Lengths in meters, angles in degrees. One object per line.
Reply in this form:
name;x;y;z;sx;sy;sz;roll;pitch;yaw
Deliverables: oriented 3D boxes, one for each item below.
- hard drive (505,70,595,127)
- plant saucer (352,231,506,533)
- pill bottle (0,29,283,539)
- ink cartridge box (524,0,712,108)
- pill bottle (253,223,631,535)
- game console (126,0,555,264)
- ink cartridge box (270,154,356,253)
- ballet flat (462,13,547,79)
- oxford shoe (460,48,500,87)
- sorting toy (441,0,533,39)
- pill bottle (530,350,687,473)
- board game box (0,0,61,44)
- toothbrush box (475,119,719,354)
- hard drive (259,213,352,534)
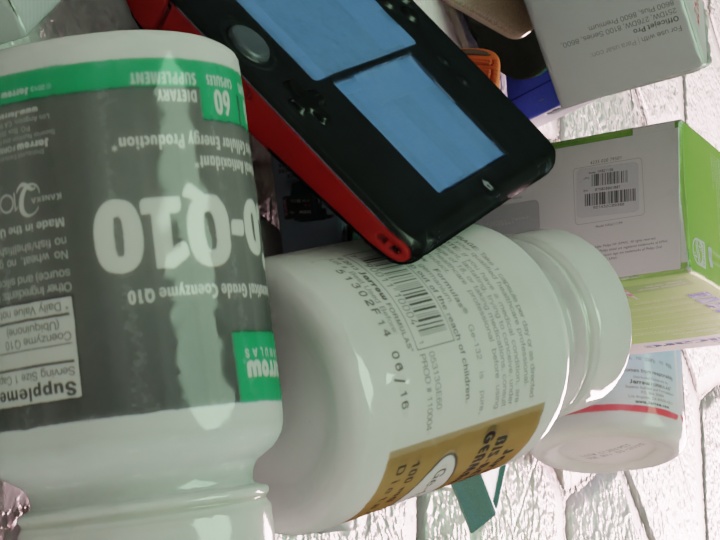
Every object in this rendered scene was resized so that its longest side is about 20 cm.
hard drive;0.131;-0.211;1.226;0.132;0.025;0.201;160;-74;-71
plant saucer;0.041;0.041;0.899;0.070;0.019;0.200;-71;145;-50
pill bottle;-0.089;0.019;0.657;0.113;0.113;0.201;3;79;-65
ink cartridge box;0.118;-0.207;0.929;0.145;0.084;0.201;-67;139;-64
pill bottle;0.027;0.039;0.770;0.200;0.114;0.115;-12;92;-45
game console;-0.002;-0.090;0.790;0.177;0.031;0.200;42;28;8
ink cartridge box;0.000;0.000;0.886;0.119;0.042;0.201;2;82;-68
ballet flat;0.083;-0.226;1.196;0.068;0.068;0.201;19;53;-52
oxford shoe;0.042;-0.057;1.044;0.073;0.071;0.200;71;32;-41
sorting toy;-0.001;-0.219;0.936;0.185;0.036;0.200;19;38;-49
pill bottle;0.169;0.033;1.223;0.109;0.108;0.201;39;47;-56
board game box;-0.143;-0.189;0.681;0.148;0.064;0.200;67;26;-24
toothbrush box;0.152;-0.010;1.002;0.200;0.145;0.086;24;62;-57
hard drive;-0.055;0.037;0.831;0.200;0.026;0.132;40;46;-55
